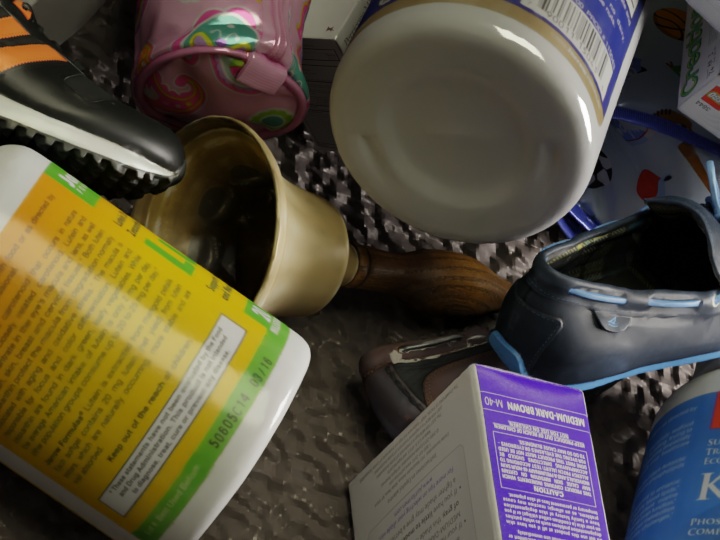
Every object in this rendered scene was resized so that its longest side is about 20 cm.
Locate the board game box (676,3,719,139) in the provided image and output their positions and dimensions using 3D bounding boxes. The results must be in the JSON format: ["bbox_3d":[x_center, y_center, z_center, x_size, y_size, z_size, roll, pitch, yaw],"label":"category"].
[{"bbox_3d":[0.222,-0.122,1.212,0.126,0.035,0.201,33,43,-20],"label":"board game box"}]

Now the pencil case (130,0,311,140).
[{"bbox_3d":[-0.056,-0.159,1.113,0.087,0.087,0.202,18,59,-22],"label":"pencil case"}]

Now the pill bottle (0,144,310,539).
[{"bbox_3d":[-0.129,0.020,0.972,0.199,0.111,0.111,35,44,-7],"label":"pill bottle"}]

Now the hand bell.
[{"bbox_3d":[0.000,0.000,1.115,0.199,0.104,0.105,13,49,-43],"label":"hand bell"}]

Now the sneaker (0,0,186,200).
[{"bbox_3d":[-0.156,-0.100,1.004,0.199,0.070,0.091,21,75,-13],"label":"sneaker"}]

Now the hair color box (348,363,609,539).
[{"bbox_3d":[0.055,0.154,0.998,0.064,0.109,0.201,15,50,-26],"label":"hair color box"}]

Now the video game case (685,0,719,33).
[{"bbox_3d":[0.201,-0.158,1.154,0.200,0.022,0.183,37,41,-27],"label":"video game case"}]

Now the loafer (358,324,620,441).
[{"bbox_3d":[0.082,0.033,1.143,0.199,0.072,0.063,-23,68,-40],"label":"loafer"}]

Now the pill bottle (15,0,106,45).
[{"bbox_3d":[-0.197,-0.191,1.085,0.200,0.120,0.120,47,44,5],"label":"pill bottle"}]

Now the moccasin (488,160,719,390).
[{"bbox_3d":[0.149,0.002,1.103,0.199,0.069,0.080,-23,53,-39],"label":"moccasin"}]

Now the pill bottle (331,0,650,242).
[{"bbox_3d":[0.069,-0.118,1.100,0.119,0.120,0.201,33,42,-8],"label":"pill bottle"}]

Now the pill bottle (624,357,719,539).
[{"bbox_3d":[0.180,0.115,1.114,0.112,0.112,0.201,30,44,-11],"label":"pill bottle"}]

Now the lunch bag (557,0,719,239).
[{"bbox_3d":[0.162,-0.092,1.258,0.199,0.124,0.171,25,47,-27],"label":"lunch bag"}]

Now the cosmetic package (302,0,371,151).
[{"bbox_3d":[0.023,-0.159,1.203,0.050,0.083,0.201,9,54,30],"label":"cosmetic package"}]
